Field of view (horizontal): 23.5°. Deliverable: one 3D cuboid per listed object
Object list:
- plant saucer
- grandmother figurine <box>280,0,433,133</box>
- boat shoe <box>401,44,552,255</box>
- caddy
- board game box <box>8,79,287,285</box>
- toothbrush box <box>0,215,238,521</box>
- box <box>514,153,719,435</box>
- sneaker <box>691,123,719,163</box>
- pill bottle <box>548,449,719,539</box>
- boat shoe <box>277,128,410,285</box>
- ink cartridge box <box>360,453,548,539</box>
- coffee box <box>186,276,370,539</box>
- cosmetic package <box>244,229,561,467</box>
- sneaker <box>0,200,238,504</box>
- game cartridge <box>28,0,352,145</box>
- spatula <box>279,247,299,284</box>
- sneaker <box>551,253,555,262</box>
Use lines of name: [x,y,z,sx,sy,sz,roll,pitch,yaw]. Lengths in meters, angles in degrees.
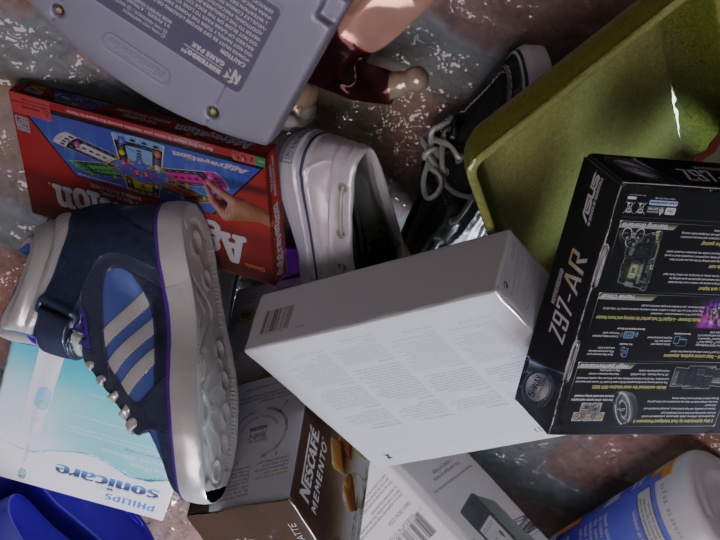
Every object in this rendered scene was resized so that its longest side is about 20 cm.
plant saucer: [0.149,-0.071,1.091,0.199,0.048,0.201,-38,140,-12]
grandmother figurine: [-0.006,-0.155,1.099,0.121,0.061,0.200,49,124,1]
boat shoe: [0.069,-0.067,1.148,0.067,0.074,0.200,5,139,-18]
caddy: [-0.251,0.228,1.364,0.105,0.142,0.200,-33,119,21]
board game box: [-0.142,-0.059,1.157,0.199,0.019,0.104,16,133,23]
toothbrush box: [-0.185,0.073,1.270,0.145,0.086,0.201,16,127,-7]
box: [0.204,0.018,1.025,0.198,0.044,0.161,1,115,-26]
sneaker: [0.254,-0.053,1.096,0.200,0.087,0.074,-44,142,-5]
pill bottle: [0.210,0.234,1.348,0.112,0.112,0.200,39,122,-24]
boat shoe: [0.000,0.000,1.152,0.066,0.074,0.201,11,137,37]
ink cartridge box: [0.064,0.237,1.321,0.200,0.084,0.146,47,125,12]
coffee box: [-0.048,0.117,1.210,0.079,0.201,0.115,-12,133,21]
cosmetic package: [0.049,0.056,1.102,0.199,0.052,0.151,-14,134,36]
sneaker: [-0.164,0.057,1.133,0.145,0.081,0.202,-8,86,16]
game cartridge: [-0.116,-0.171,1.075,0.199,0.041,0.134,34,120,0]
spatula: [-0.099,-0.025,1.226,0.199,0.021,0.057,21,148,-7]
sneaker: [0.167,0.024,1.221,0.199,0.076,0.105,35,135,-12]
